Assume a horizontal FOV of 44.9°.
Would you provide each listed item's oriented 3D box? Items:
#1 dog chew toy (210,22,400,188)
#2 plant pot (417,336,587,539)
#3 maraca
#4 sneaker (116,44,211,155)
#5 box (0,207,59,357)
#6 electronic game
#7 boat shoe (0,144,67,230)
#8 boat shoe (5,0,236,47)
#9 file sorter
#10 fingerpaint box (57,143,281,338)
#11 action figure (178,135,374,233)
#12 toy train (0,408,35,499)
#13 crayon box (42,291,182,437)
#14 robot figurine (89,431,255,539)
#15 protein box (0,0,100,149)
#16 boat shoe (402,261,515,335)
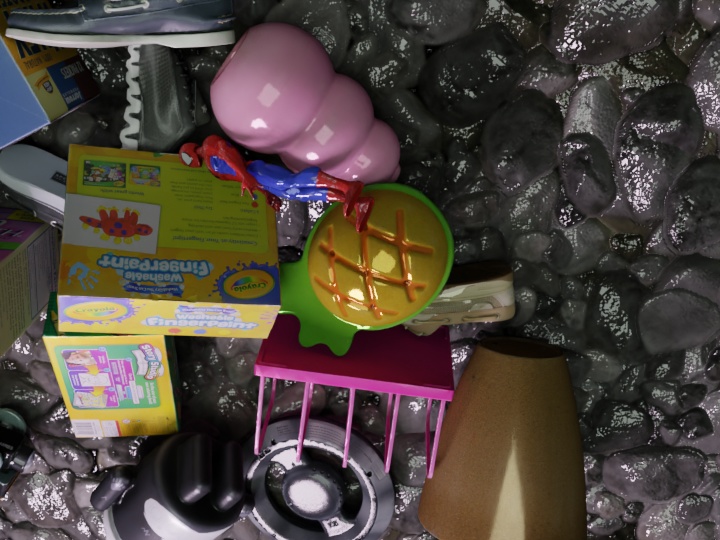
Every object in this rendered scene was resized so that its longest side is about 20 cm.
[{"bbox_3d":[-0.045,-0.146,0.845,0.199,0.125,0.125,35,110,-19],"label":"dog chew toy"},{"bbox_3d":[0.165,0.180,0.944,0.185,0.186,0.202,6,100,1],"label":"plant pot"},{"bbox_3d":[0.000,0.000,0.857,0.200,0.107,0.137,-37,92,20],"label":"maraca"},{"bbox_3d":[-0.189,-0.180,0.867,0.090,0.067,0.201,10,113,-8],"label":"sneaker"},{"bbox_3d":[-0.425,0.009,0.881,0.174,0.200,0.097,6,112,1],"label":"box"},{"bbox_3d":[-0.056,0.261,1.047,0.198,0.042,0.202,5,114,11],"label":"electronic game"},{"bbox_3d":[-0.291,-0.060,0.913,0.199,0.070,0.066,24,141,0],"label":"boat shoe"},{"bbox_3d":[-0.210,-0.229,0.770,0.198,0.075,0.062,-3,107,-8],"label":"boat shoe"},{"bbox_3d":[-0.009,0.133,0.942,0.198,0.139,0.126,7,114,0],"label":"file sorter"},{"bbox_3d":[-0.184,-0.026,0.842,0.198,0.168,0.073,3,149,-18],"label":"fingerpaint box"},{"bbox_3d":[-0.088,-0.085,0.811,0.199,0.065,0.052,22,85,23],"label":"action figure"},{"bbox_3d":[-0.487,0.203,1.031,0.199,0.085,0.114,26,121,-7],"label":"toy train"},{"bbox_3d":[-0.258,0.104,0.934,0.118,0.059,0.201,-1,140,-7],"label":"crayon box"},{"bbox_3d":[-0.212,0.262,1.002,0.150,0.125,0.200,47,124,-2],"label":"robot figurine"},{"bbox_3d":[-0.400,-0.201,0.829,0.199,0.135,0.199,-23,109,12],"label":"protein box"},{"bbox_3d":[0.067,0.040,0.936,0.198,0.071,0.065,-8,113,7],"label":"boat shoe"}]
